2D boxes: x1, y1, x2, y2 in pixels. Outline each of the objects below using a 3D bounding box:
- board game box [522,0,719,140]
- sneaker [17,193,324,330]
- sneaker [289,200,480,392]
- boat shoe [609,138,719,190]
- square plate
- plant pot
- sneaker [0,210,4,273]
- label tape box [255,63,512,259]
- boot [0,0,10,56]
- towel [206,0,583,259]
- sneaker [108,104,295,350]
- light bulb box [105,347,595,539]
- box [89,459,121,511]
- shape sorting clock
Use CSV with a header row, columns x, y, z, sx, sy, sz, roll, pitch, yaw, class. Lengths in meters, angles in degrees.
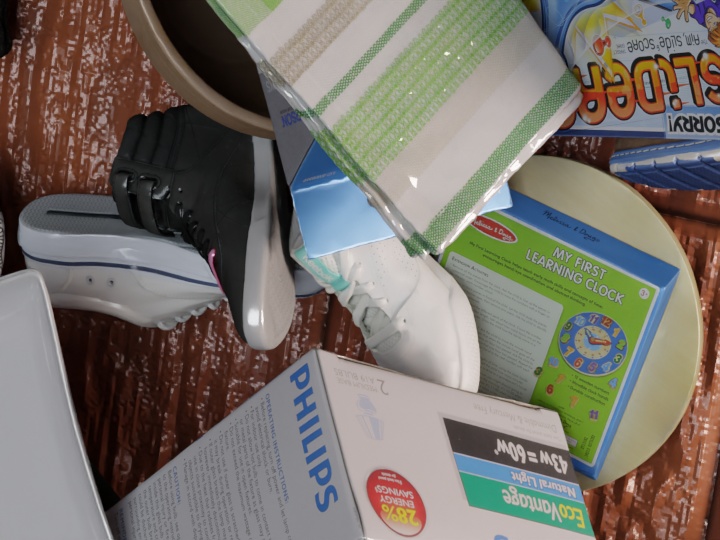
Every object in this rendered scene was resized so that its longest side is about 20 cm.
x,y,z,sx,sy,sz,roll,pitch,yaw,class
0.146,-0.141,1.549,0.200,0.034,0.135,4,109,54,board game box
-0.109,-0.002,1.713,0.200,0.073,0.071,8,127,17,sneaker
0.000,0.000,1.637,0.075,0.088,0.200,-30,76,40,sneaker
0.232,-0.093,1.579,0.200,0.072,0.072,-10,75,26,boat shoe
-0.231,0.117,1.623,0.198,0.028,0.200,-17,87,27,square plate
-0.059,-0.170,1.623,0.093,0.201,0.201,-14,97,61,plant pot
-0.268,0.025,1.735,0.067,0.108,0.201,12,104,-19,sneaker
0.018,-0.121,1.569,0.063,0.144,0.200,-16,90,61,label tape box
-0.212,-0.201,1.687,0.211,0.079,0.158,7,95,28,boot
0.016,-0.124,1.520,0.200,0.149,0.031,50,153,-13,towel
-0.093,-0.024,1.633,0.099,0.200,0.071,-9,136,4,sneaker
-0.005,0.159,1.593,0.200,0.198,0.125,-38,52,34,light bulb box
-0.206,0.201,1.729,0.124,0.149,0.200,-40,85,21,box
0.106,0.031,1.653,0.200,0.039,0.200,6,103,28,shape sorting clock
